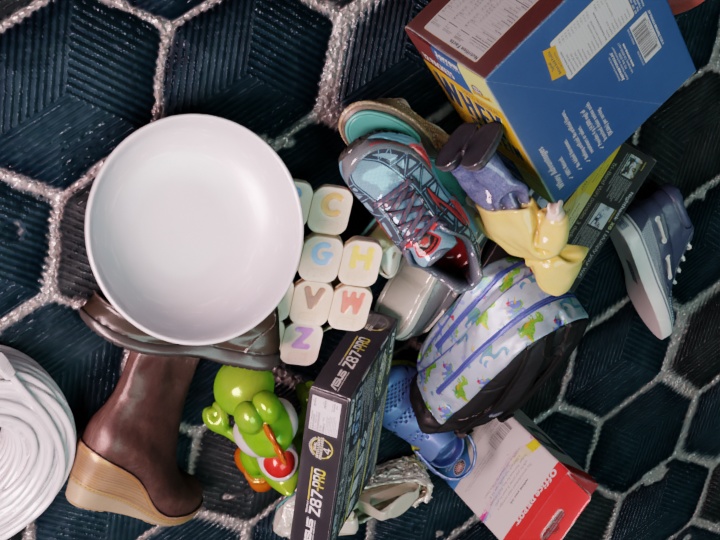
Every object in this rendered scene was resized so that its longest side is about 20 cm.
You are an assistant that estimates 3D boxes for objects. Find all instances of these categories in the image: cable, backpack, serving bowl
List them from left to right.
[{"bbox_3d":[-0.356,0.162,1.284,0.200,0.069,0.200,-45,136,-2],"label":"cable"},{"bbox_3d":[-0.152,-0.037,1.271,0.197,0.066,0.204,-1,91,-21],"label":"serving bowl"},{"bbox_3d":[0.151,0.075,1.500,0.161,0.156,0.200,-14,168,-31],"label":"backpack"}]

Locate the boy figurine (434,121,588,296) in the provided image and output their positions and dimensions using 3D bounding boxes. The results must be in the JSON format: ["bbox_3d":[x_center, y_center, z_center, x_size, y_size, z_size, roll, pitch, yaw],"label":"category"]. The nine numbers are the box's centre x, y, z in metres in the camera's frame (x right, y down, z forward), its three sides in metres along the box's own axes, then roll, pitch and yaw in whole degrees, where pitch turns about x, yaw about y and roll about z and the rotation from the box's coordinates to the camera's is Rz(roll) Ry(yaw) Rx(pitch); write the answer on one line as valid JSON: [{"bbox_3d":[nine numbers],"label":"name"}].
[{"bbox_3d":[0.159,-0.053,1.373,0.200,0.124,0.065,46,67,-28],"label":"boy figurine"}]

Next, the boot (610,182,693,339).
[{"bbox_3d":[0.363,-0.008,1.696,0.090,0.073,0.201,-32,133,-6],"label":"boot"}]

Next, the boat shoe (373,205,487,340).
[{"bbox_3d":[0.089,-0.011,1.502,0.061,0.073,0.201,16,112,-54],"label":"boat shoe"}]

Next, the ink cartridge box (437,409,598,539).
[{"bbox_3d":[0.192,0.253,1.656,0.067,0.200,0.117,26,103,-43],"label":"ink cartridge box"}]

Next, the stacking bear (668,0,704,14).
[{"bbox_3d":[0.268,-0.349,1.378,0.199,0.113,0.122,38,85,-38],"label":"stacking bear"}]

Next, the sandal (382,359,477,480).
[{"bbox_3d":[0.075,0.172,1.597,0.080,0.087,0.200,-45,133,1],"label":"sandal"}]

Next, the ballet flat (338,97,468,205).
[{"bbox_3d":[0.046,-0.128,1.390,0.070,0.066,0.199,-30,140,26],"label":"ballet flat"}]

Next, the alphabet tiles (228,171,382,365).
[{"bbox_3d":[-0.081,0.004,1.366,0.197,0.015,0.198,7,116,-14],"label":"alphabet tiles"}]

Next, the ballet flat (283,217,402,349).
[{"bbox_3d":[0.000,0.000,1.437,0.200,0.063,0.069,-43,179,2],"label":"ballet flat"}]

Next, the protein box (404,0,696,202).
[{"bbox_3d":[0.188,-0.215,1.385,0.200,0.135,0.199,-44,135,-4],"label":"protein box"}]

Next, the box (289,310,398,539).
[{"bbox_3d":[-0.015,0.165,1.464,0.161,0.048,0.202,-52,154,-55],"label":"box"}]

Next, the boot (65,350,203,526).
[{"bbox_3d":[-0.190,0.161,1.398,0.199,0.072,0.168,20,98,-58],"label":"boot"}]

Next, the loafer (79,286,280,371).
[{"bbox_3d":[-0.164,0.041,1.332,0.197,0.073,0.072,11,100,-25],"label":"loafer"}]

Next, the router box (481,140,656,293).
[{"bbox_3d":[0.214,-0.070,1.558,0.156,0.052,0.202,21,106,-43],"label":"router box"}]

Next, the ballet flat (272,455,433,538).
[{"bbox_3d":[-0.002,0.263,1.616,0.198,0.072,0.073,-18,128,-25],"label":"ballet flat"}]

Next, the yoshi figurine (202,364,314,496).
[{"bbox_3d":[-0.099,0.147,1.433,0.201,0.111,0.113,80,34,-65],"label":"yoshi figurine"}]

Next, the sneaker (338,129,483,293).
[{"bbox_3d":[0.058,-0.052,1.343,0.079,0.096,0.200,-38,127,15],"label":"sneaker"}]
